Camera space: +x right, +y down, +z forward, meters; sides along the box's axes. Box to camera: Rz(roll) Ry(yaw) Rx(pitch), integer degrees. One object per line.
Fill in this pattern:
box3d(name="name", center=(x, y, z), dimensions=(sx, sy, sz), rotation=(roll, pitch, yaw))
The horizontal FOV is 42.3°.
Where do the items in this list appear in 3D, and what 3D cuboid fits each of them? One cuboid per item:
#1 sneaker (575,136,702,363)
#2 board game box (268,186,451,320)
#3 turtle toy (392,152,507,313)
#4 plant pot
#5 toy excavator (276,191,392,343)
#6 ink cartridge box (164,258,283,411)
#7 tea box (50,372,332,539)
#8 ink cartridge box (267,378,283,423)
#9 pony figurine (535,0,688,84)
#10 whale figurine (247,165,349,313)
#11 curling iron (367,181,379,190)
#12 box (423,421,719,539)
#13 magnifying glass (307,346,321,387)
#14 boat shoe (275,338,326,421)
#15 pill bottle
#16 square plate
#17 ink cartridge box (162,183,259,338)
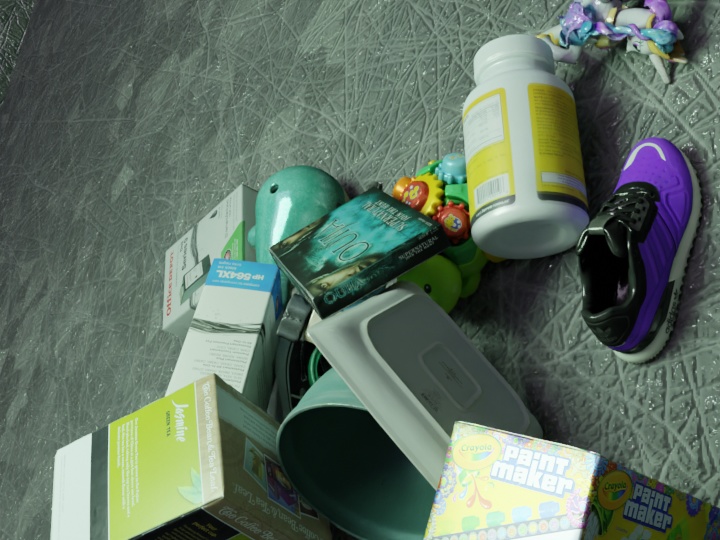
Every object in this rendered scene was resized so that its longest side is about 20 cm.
box3d(name="sneaker", center=(0.228, -0.032, 0.785), dimensions=(0.069, 0.099, 0.202), rotation=(-6, 65, 48))
box3d(name="board game box", center=(-0.009, -0.022, 0.902), dimensions=(0.135, 0.028, 0.200), rotation=(-30, 20, -8))
box3d(name="turtle toy", center=(0.086, -0.039, 0.975), dimensions=(0.145, 0.101, 0.202), rotation=(-24, 52, 43))
box3d(name="plant pot", center=(0.038, 0.148, 0.872), dimensions=(0.200, 0.200, 0.135), rotation=(-27, 23, 41))
box3d(name="toy excavator", center=(0.000, 0.000, 1.022), dimensions=(0.194, 0.099, 0.202), rotation=(74, -140, -85))
box3d(name="ink cartridge box", center=(-0.145, 0.110, 1.038), dimensions=(0.147, 0.083, 0.201), rotation=(93, -173, -46))
box3d(name="tea box", center=(-0.159, 0.232, 0.905), dimensions=(0.195, 0.200, 0.134), rotation=(-25, 48, 15))
box3d(name="ink cartridge box", center=(-0.122, 0.228, 1.132), dimensions=(0.109, 0.050, 0.202), rotation=(-23, 54, 43))
box3d(name="pony figurine", center=(0.241, -0.287, 0.908), dimensions=(0.199, 0.165, 0.195), rotation=(23, 120, 52))
box3d(name="whale figurine", center=(-0.096, -0.045, 1.188), dimensions=(0.158, 0.104, 0.201), rotation=(7, 63, 40))
box3d(name="curling iron", center=(-0.013, -0.036, 1.125), dimensions=(0.026, 0.049, 0.201), rotation=(97, -166, -56))
box3d(name="box", center=(0.144, 0.230, 0.643), dimensions=(0.121, 0.199, 0.194), rotation=(5, 73, 47))
box3d(name="magnifying glass", center=(-0.016, 0.166, 1.021), dimensions=(0.022, 0.079, 0.202), rotation=(135, 135, -64))
box3d(name="boat shoe", center=(-0.052, 0.154, 1.064), dimensions=(0.068, 0.073, 0.201), rotation=(-19, 59, 33))
box3d(name="pill bottle", center=(0.157, -0.122, 0.906), dimensions=(0.112, 0.111, 0.202), rotation=(-23, 59, 43))
box3d(name="square plate", center=(0.068, 0.095, 0.767), dimensions=(0.200, 0.198, 0.028), rotation=(49, 115, 9))
box3d(name="ink cartridge box", center=(-0.197, -0.003, 1.339), dimensions=(0.199, 0.084, 0.147), rotation=(-36, 45, 35))
